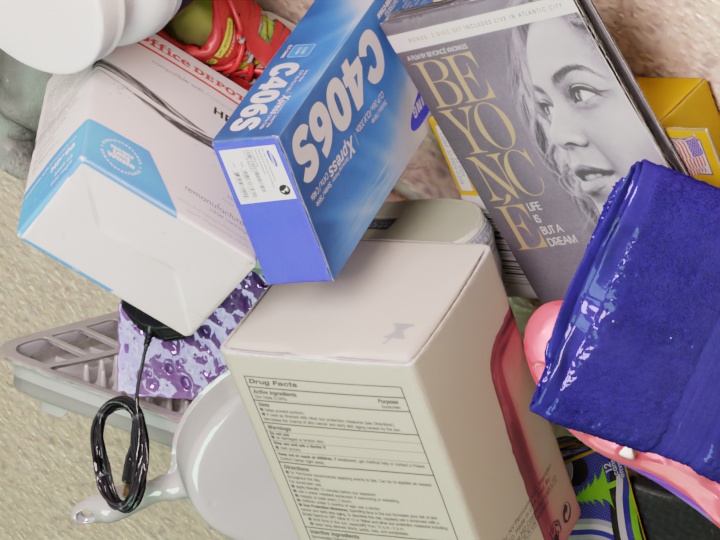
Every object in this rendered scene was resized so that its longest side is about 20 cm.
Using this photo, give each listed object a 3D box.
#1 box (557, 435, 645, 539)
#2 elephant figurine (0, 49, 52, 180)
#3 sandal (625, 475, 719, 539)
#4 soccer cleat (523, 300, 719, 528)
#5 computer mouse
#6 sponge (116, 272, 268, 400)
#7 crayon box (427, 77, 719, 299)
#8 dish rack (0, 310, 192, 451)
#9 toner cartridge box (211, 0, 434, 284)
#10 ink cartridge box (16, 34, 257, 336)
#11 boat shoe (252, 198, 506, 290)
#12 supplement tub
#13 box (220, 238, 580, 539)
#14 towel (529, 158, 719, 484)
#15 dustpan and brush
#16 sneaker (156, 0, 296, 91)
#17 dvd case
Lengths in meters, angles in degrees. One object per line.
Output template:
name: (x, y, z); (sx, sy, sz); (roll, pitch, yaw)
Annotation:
box: (0.140, 0.204, 1.785); (0.070, 0.064, 0.200); (1, 108, 64)
elephant figurine: (-0.122, -0.099, 1.820); (0.200, 0.155, 0.142); (23, 102, 7)
sandal: (0.211, 0.151, 1.750); (0.200, 0.048, 0.075); (-9, 101, 57)
soccer cleat: (0.175, 0.089, 1.638); (0.200, 0.067, 0.076); (36, -173, 15)
computer mouse: (-0.123, 0.049, 1.794); (0.059, 0.034, 0.200); (18, 97, 29)
sponge: (-0.051, 0.028, 1.820); (0.200, 0.030, 0.112); (4, 103, 12)
crayon box: (0.145, -0.043, 1.635); (0.200, 0.052, 0.126); (6, 129, 45)
dish rack: (-0.118, 0.077, 1.929); (0.200, 0.172, 0.044); (16, 109, 36)
toner cartridge box: (-0.010, -0.088, 1.620); (0.043, 0.200, 0.095); (-2, 125, 27)
ink cartridge box: (-0.116, -0.068, 1.648); (0.116, 0.200, 0.068); (31, 120, -19)
boat shoe: (0.001, 0.000, 1.728); (0.201, 0.070, 0.072); (4, 126, 43)
supplement tub: (-0.124, -0.211, 1.618); (0.140, 0.200, 0.140); (28, 142, 25)
box: (0.026, 0.092, 1.664); (0.128, 0.109, 0.200); (3, 129, 32)
towel: (0.202, 0.039, 1.547); (0.200, 0.050, 0.148); (21, 105, -9)
dustpan and brush: (-0.087, 0.126, 1.813); (0.057, 0.200, 0.140); (-100, -14, -64)
sneaker: (-0.077, -0.126, 1.727); (0.200, 0.077, 0.085); (39, -170, -6)
dvd case: (0.108, -0.064, 1.593); (0.149, 0.016, 0.200); (-8, 118, 51)
